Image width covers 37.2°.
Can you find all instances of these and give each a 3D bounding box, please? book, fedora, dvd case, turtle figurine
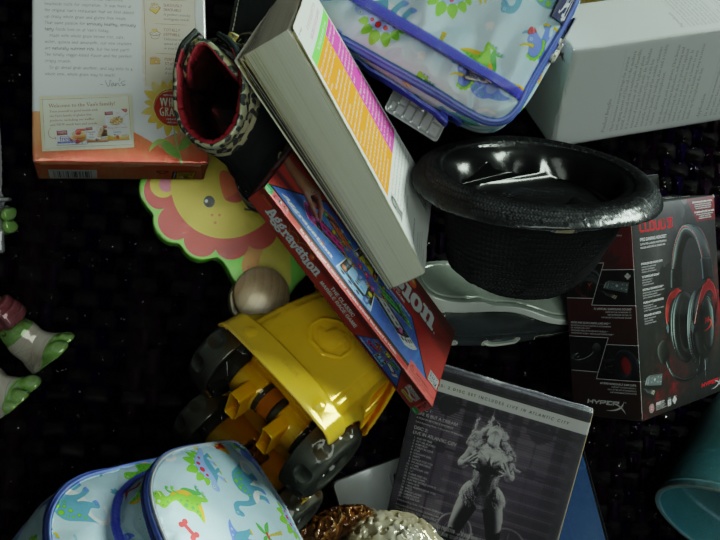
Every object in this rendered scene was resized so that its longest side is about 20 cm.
[{"bbox_3d":[-0.007,-0.105,0.792,0.048,0.134,0.201,-24,114,20],"label":"book"},{"bbox_3d":[0.133,-0.037,0.841,0.197,0.201,0.093,0,117,-15],"label":"fedora"},{"bbox_3d":[0.100,0.190,0.906,0.147,0.016,0.203,15,104,11],"label":"dvd case"},{"bbox_3d":[-0.293,-0.001,0.799,0.200,0.144,0.194,-43,106,-5],"label":"turtle figurine"}]

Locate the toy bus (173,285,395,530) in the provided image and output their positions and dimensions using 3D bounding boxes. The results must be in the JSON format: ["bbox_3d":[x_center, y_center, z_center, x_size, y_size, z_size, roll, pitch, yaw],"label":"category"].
[{"bbox_3d":[-0.039,0.101,0.873,0.136,0.201,0.191,42,48,16],"label":"toy bus"}]

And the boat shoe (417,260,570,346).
[{"bbox_3d":[0.121,0.034,0.954,0.197,0.076,0.061,8,129,-24],"label":"boat shoe"}]

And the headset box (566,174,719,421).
[{"bbox_3d":[0.252,0.017,0.949,0.147,0.074,0.204,-7,95,-44],"label":"headset box"}]

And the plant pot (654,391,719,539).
[{"bbox_3d":[0.397,0.167,0.975,0.199,0.200,0.189,36,69,-14],"label":"plant pot"}]

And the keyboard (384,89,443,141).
[{"bbox_3d":[0.086,-0.212,0.908,0.056,0.011,0.202,27,86,-15],"label":"keyboard"}]

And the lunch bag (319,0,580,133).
[{"bbox_3d":[0.067,-0.213,0.856,0.198,0.082,0.162,31,91,1],"label":"lunch bag"}]

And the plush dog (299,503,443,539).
[{"bbox_3d":[0.017,0.284,0.881,0.198,0.160,0.174,23,92,8],"label":"plush dog"}]

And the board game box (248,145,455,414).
[{"bbox_3d":[0.000,0.000,0.791,0.019,0.103,0.201,-30,107,27],"label":"board game box"}]

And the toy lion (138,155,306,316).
[{"bbox_3d":[-0.078,-0.065,0.899,0.198,0.069,0.194,-28,92,-12],"label":"toy lion"}]

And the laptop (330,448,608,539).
[{"bbox_3d":[0.102,0.249,0.930,0.197,0.116,0.190,-18,97,-13],"label":"laptop"}]

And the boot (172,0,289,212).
[{"bbox_3d":[-0.084,-0.160,0.807,0.072,0.154,0.207,-3,78,12],"label":"boot"}]

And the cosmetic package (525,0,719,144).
[{"bbox_3d":[0.253,-0.183,0.949,0.197,0.072,0.102,-10,135,-15],"label":"cosmetic package"}]

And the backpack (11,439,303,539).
[{"bbox_3d":[-0.135,0.211,0.728,0.147,0.199,0.184,-43,69,27],"label":"backpack"}]

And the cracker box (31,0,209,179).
[{"bbox_3d":[-0.189,-0.176,0.842,0.132,0.058,0.204,0,82,-13],"label":"cracker box"}]

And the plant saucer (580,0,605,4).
[{"bbox_3d":[0.123,-0.309,0.942,0.197,0.048,0.203,-10,96,-13],"label":"plant saucer"}]
